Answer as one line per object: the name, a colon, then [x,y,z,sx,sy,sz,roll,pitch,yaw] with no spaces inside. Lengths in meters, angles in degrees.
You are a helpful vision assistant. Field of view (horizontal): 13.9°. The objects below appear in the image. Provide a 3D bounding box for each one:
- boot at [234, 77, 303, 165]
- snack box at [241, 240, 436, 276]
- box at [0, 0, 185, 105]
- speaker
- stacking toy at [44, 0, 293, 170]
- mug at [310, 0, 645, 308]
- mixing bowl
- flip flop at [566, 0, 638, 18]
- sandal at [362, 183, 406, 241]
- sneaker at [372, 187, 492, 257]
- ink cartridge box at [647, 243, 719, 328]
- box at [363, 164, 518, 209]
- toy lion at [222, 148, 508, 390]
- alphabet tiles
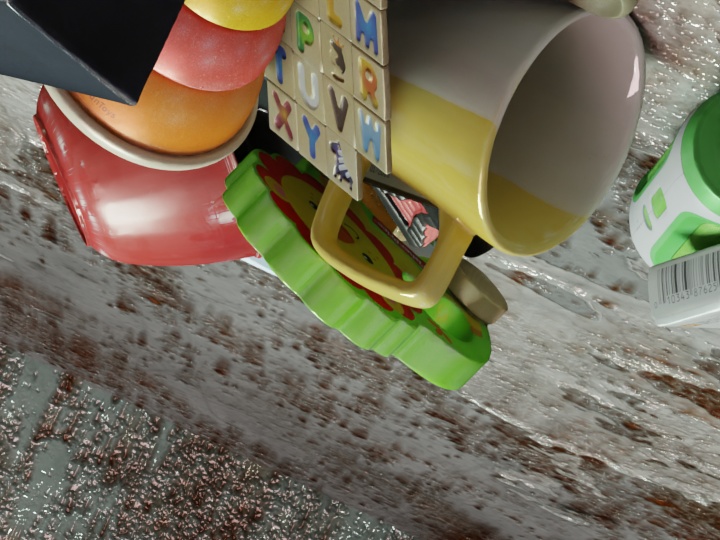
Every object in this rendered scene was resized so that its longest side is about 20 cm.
boot: [-0.034,-0.087,1.958,0.165,0.066,0.200,32,153,29]
snack box: [-0.040,-0.037,2.169,0.199,0.053,0.142,25,-158,-6]
box: [-0.174,-0.211,1.531,0.196,0.201,0.117,15,164,38]
speaker: [0.211,-0.047,1.734,0.088,0.089,0.200,24,167,1]
stacking toy: [-0.076,-0.159,1.592,0.146,0.147,0.200,29,137,-19]
mug: [0.047,-0.095,1.674,0.153,0.186,0.150,27,144,32]
mixing bowl: [-0.152,-0.081,1.986,0.200,0.108,0.201,157,90,-82]
flip flop: [0.052,-0.171,1.588,0.199,0.058,0.081,23,167,8]
sandal: [0.014,-0.053,2.109,0.211,0.070,0.077,33,165,-33]
sneaker: [0.070,-0.064,1.926,0.074,0.087,0.200,56,168,-12]
ink cartridge box: [0.302,-0.001,1.685,0.199,0.047,0.197,0,167,-34]
box: [0.078,-0.077,1.827,0.121,0.033,0.200,20,-159,19]
toy lion: [0.000,0.000,1.790,0.200,0.069,0.192,43,-166,-11]
alphabet tiles: [-0.029,-0.145,1.621,0.166,0.006,0.201,42,143,47]
